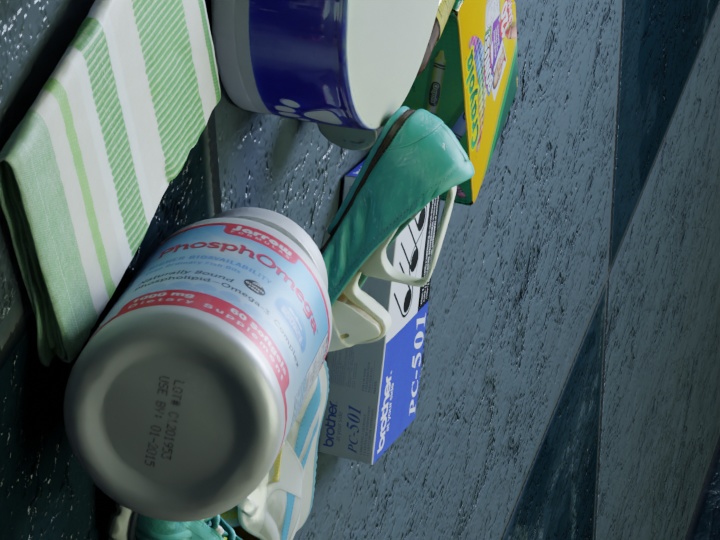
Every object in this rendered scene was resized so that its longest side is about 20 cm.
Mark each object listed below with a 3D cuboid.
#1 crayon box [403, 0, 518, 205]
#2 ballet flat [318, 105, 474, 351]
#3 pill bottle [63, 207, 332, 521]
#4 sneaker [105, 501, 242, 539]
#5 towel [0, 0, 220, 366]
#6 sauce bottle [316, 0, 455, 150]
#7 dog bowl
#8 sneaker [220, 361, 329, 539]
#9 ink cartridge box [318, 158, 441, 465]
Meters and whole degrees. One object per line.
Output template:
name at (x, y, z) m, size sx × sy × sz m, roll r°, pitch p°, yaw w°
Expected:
crayon box at (0.062, -0.155, 1.795) m, size 0.200 × 0.058 × 0.119 m, roll 82°, pitch 24°, yaw -52°
ballet flat at (0.000, 0.000, 1.516) m, size 0.200 × 0.070 × 0.067 m, roll -55°, pitch 171°, yaw 23°
pill bottle at (-0.074, 0.038, 1.328) m, size 0.200 × 0.108 × 0.109 m, roll -65°, pitch 162°, yaw -67°
sneaker at (-0.089, 0.151, 1.433) m, size 0.078 × 0.079 × 0.201 m, roll -62°, pitch 157°, yaw -46°
towel at (-0.120, -0.072, 1.266) m, size 0.153 × 0.023 × 0.200 m, roll 83°, pitch 25°, yaw -48°
sauce bottle at (0.023, -0.162, 1.635) m, size 0.065 × 0.064 × 0.201 m, roll 83°, pitch 23°, yaw -51°
dog bowl at (-0.012, -0.181, 1.466) m, size 0.200 × 0.078 × 0.201 m, roll 12°, pitch 90°, yaw -75°
sneaker at (-0.065, 0.100, 1.494) m, size 0.081 × 0.076 × 0.201 m, roll -58°, pitch 153°, yaw -47°
ink cartridge box at (0.014, 0.020, 1.779) m, size 0.094 × 0.044 × 0.201 m, roll -42°, pitch 141°, yaw -63°
